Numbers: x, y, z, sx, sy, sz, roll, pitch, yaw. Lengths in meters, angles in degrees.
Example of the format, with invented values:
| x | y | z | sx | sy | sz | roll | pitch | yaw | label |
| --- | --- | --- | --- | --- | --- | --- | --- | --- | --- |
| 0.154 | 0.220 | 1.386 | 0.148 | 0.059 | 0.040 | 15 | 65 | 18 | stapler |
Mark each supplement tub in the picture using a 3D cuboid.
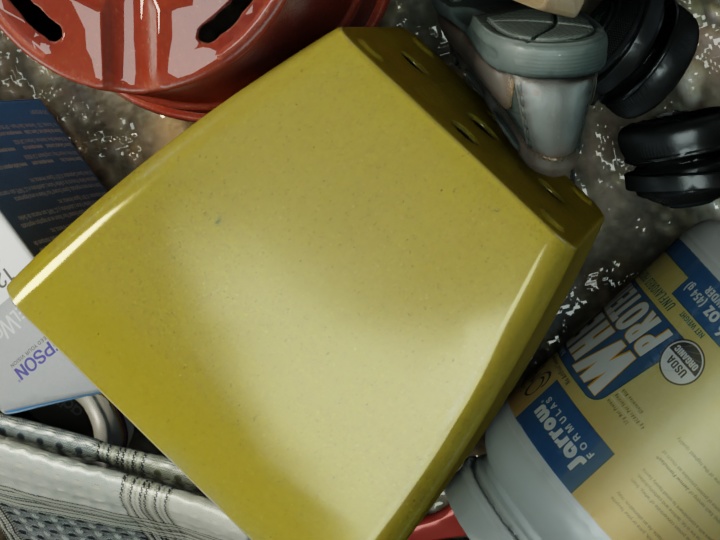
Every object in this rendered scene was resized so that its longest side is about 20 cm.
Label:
| x | y | z | sx | sy | sz | roll | pitch | yaw | label |
| --- | --- | --- | --- | --- | --- | --- | --- | --- | --- |
| 0.156 | 0.089 | 0.837 | 0.200 | 0.145 | 0.145 | -44 | 100 | 8 | supplement tub |

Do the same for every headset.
| x | y | z | sx | sy | sz | roll | pitch | yaw | label |
| --- | --- | --- | --- | --- | --- | --- | --- | --- | --- |
| 0.145 | -0.086 | 0.835 | 0.199 | 0.094 | 0.124 | -34 | 104 | -14 | headset |

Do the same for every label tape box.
| x | y | z | sx | sy | sz | roll | pitch | yaw | label |
| --- | --- | --- | --- | --- | --- | --- | --- | --- | --- |
| -0.148 | 0.013 | 0.799 | 0.066 | 0.143 | 0.201 | -35 | 89 | 13 | label tape box |

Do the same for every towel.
| x | y | z | sx | sy | sz | roll | pitch | yaw | label |
| --- | --- | --- | --- | --- | --- | --- | --- | --- | --- |
| -0.101 | 0.149 | 0.833 | 0.198 | 0.035 | 0.193 | 12 | 145 | 14 | towel |

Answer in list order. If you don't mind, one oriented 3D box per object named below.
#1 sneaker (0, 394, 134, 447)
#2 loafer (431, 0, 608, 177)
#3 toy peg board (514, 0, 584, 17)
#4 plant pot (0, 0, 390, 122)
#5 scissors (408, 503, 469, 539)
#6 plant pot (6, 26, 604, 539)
| x | y | z | sx | sy | sz | roll | pitch | yaw | label |
| --- | --- | --- | --- | --- | --- | --- | --- | --- | --- |
| -0.205 | 0.038 | 0.854 | 0.199 | 0.090 | 0.075 | 31 | 102 | -8 | sneaker |
| 0.072 | -0.099 | 0.765 | 0.071 | 0.200 | 0.064 | -2 | 110 | -2 | loafer |
| 0.112 | -0.223 | 0.746 | 0.097 | 0.200 | 0.201 | 9 | 104 | -20 | toy peg board |
| -0.085 | -0.160 | 0.740 | 0.199 | 0.195 | 0.203 | 1 | 100 | 5 | plant pot |
| 0.015 | 0.163 | 0.924 | 0.198 | 0.014 | 0.074 | -15 | 105 | 2 | scissors |
| 0.000 | 0.000 | 0.738 | 0.200 | 0.200 | 0.177 | 44 | 106 | 5 | plant pot |
